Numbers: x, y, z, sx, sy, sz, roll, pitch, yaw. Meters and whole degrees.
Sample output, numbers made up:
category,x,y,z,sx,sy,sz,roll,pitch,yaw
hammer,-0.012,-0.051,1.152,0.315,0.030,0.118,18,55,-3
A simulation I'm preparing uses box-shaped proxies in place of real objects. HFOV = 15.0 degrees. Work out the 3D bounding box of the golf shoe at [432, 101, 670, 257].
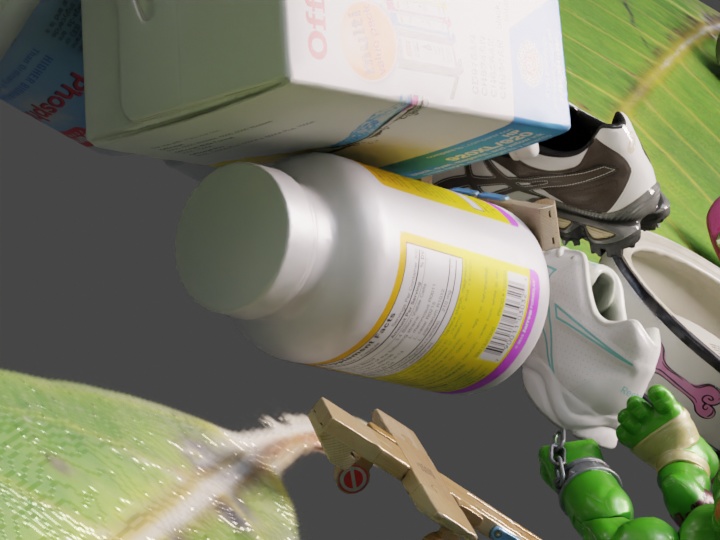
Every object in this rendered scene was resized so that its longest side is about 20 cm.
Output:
category,x,y,z,sx,sy,sz,roll,pitch,yaw
golf shoe,0.095,-0.076,1.667,0.200,0.095,0.078,11,40,34

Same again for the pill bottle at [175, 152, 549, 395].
category,x,y,z,sx,sy,sz,roll,pitch,yaw
pill bottle,0.000,0.000,1.367,0.200,0.104,0.104,15,27,-50

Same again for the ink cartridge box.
category,x,y,z,sx,sy,sz,roll,pitch,yaw
ink cartridge box,-0.019,-0.132,1.349,0.200,0.145,0.147,6,75,-45

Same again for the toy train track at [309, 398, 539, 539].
category,x,y,z,sx,sy,sz,roll,pitch,yaw
toy train track,0.052,0.125,1.261,0.200,0.033,0.115,34,9,-22

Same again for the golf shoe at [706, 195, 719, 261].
category,x,y,z,sx,sy,sz,roll,pitch,yaw
golf shoe,0.343,0.018,2.081,0.200,0.075,0.092,43,3,16

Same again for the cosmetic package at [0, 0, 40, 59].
category,x,y,z,sx,sy,sz,roll,pitch,yaw
cosmetic package,-0.191,-0.170,1.281,0.113,0.200,0.081,39,18,0

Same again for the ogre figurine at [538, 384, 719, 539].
category,x,y,z,sx,sy,sz,roll,pitch,yaw
ogre figurine,0.194,0.125,1.387,0.200,0.098,0.120,17,33,-5

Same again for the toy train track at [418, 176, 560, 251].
category,x,y,z,sx,sy,sz,roll,pitch,yaw
toy train track,0.063,-0.034,1.513,0.033,0.115,0.200,-13,11,-24

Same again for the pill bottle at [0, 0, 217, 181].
category,x,y,z,sx,sy,sz,roll,pitch,yaw
pill bottle,-0.146,-0.128,1.414,0.200,0.109,0.109,30,18,-22

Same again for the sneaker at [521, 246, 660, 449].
category,x,y,z,sx,sy,sz,roll,pitch,yaw
sneaker,0.108,0.015,1.586,0.070,0.080,0.200,16,25,-45

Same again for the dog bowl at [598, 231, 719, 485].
category,x,y,z,sx,sy,sz,roll,pitch,yaw
dog bowl,0.214,0.063,1.674,0.200,0.074,0.200,34,17,-11

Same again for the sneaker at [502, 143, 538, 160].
category,x,y,z,sx,sy,sz,roll,pitch,yaw
sneaker,0.037,-0.105,1.592,0.200,0.112,0.073,-101,178,-65

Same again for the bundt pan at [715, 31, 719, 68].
category,x,y,z,sx,sy,sz,roll,pitch,yaw
bundt pan,0.444,-0.194,2.804,0.202,0.076,0.202,33,16,-11
